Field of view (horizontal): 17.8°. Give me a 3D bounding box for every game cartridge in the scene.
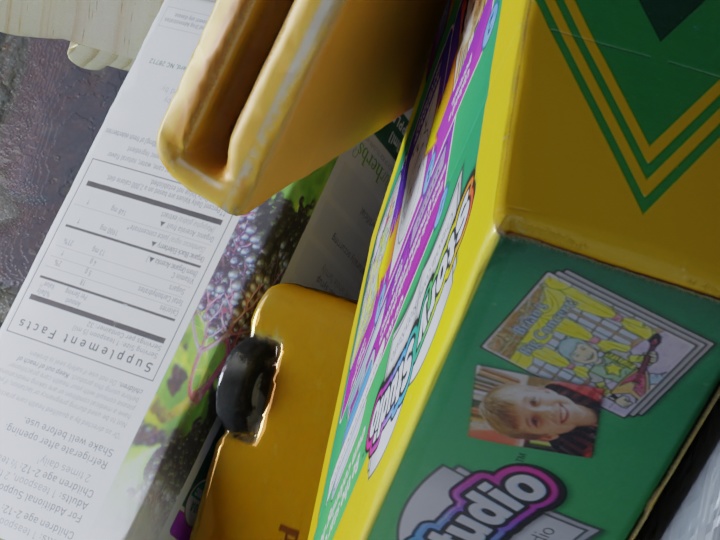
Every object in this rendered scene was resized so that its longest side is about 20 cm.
[{"bbox_3d":[0.035,-0.117,0.584,0.177,0.032,0.200,-62,-11,28],"label":"game cartridge"}]

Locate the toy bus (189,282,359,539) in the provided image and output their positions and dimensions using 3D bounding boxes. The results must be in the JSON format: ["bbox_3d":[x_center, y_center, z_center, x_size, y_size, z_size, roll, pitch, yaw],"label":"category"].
[{"bbox_3d":[-0.016,0.108,0.683,0.078,0.065,0.201,11,-86,-65],"label":"toy bus"}]

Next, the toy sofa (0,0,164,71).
[{"bbox_3d":[-0.065,-0.154,0.770,0.200,0.097,0.083,110,174,-56],"label":"toy sofa"}]

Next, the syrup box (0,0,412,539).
[{"bbox_3d":[-0.055,0.021,0.721,0.200,0.081,0.079,-66,-30,-15],"label":"syrup box"}]

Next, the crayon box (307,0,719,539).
[{"bbox_3d":[0.038,-0.002,0.529,0.200,0.058,0.173,110,173,-49],"label":"crayon box"}]
